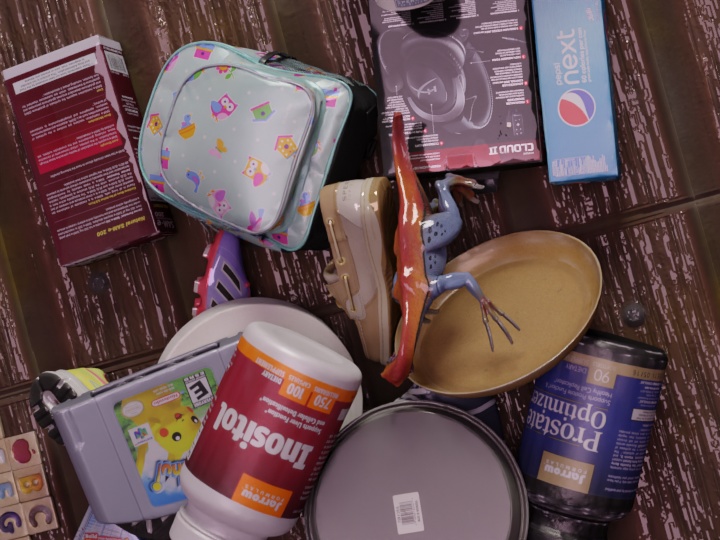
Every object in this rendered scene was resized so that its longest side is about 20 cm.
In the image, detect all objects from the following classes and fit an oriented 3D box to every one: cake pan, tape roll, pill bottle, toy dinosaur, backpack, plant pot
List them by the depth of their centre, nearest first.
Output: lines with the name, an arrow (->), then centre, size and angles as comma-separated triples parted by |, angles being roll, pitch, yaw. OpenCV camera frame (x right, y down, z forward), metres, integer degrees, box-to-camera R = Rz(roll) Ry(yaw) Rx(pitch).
pill bottle -> -0.087, 0.155, 1.352 | 0.113, 0.113, 0.201 | 25, 95, 10
toy dinosaur -> 0.041, 0.001, 1.354 | 0.200, 0.182, 0.105 | 43, 140, -14
cake pan -> 0.046, 0.211, 1.358 | 0.199, 0.037, 0.201 | -2, 78, 8
plant pot -> 0.126, 0.043, 1.390 | 0.199, 0.200, 0.028 | -25, 124, 11
pill bottle -> 0.200, 0.156, 1.395 | 0.111, 0.112, 0.201 | 13, 93, 11
backpack -> -0.106, -0.118, 1.433 | 0.199, 0.153, 0.177 | 21, 99, 25
tape roll -> -0.098, 0.126, 1.456 | 0.202, 0.037, 0.204 | -2, 101, -11

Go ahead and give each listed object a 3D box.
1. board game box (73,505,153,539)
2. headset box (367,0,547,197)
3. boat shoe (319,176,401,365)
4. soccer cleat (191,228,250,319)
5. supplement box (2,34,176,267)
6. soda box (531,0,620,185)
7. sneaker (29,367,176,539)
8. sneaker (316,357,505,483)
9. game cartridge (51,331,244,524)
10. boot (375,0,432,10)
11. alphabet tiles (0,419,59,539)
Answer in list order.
board game box -> -0.218, 0.318, 1.511 | 0.199, 0.062, 0.201 | 12, 94, 12
headset box -> 0.091, -0.169, 1.430 | 0.148, 0.077, 0.201 | -6, 91, 13
boat shoe -> 0.000, 0.000, 1.422 | 0.069, 0.074, 0.201 | 3, 126, 14
soccer cleat -> -0.126, 0.059, 1.491 | 0.076, 0.067, 0.201 | 9, 93, -4
supplement box -> -0.262, -0.114, 1.513 | 0.108, 0.061, 0.201 | -18, 86, 12
soda box -> 0.195, -0.179, 1.412 | 0.064, 0.068, 0.201 | -5, 90, 12
sneaker -> -0.224, 0.166, 1.494 | 0.078, 0.090, 0.200 | -43, 80, 27
sneaker -> 0.033, 0.136, 1.436 | 0.199, 0.070, 0.109 | -6, 91, -9
game cartridge -> -0.163, 0.148, 1.412 | 0.199, 0.040, 0.134 | -22, 107, -6
boot -> 0.017, -0.301, 1.381 | 0.072, 0.200, 0.091 | -17, 117, -11
alphabet tiles -> -0.406, 0.233, 1.577 | 0.199, 0.006, 0.167 | -15, 87, 12
